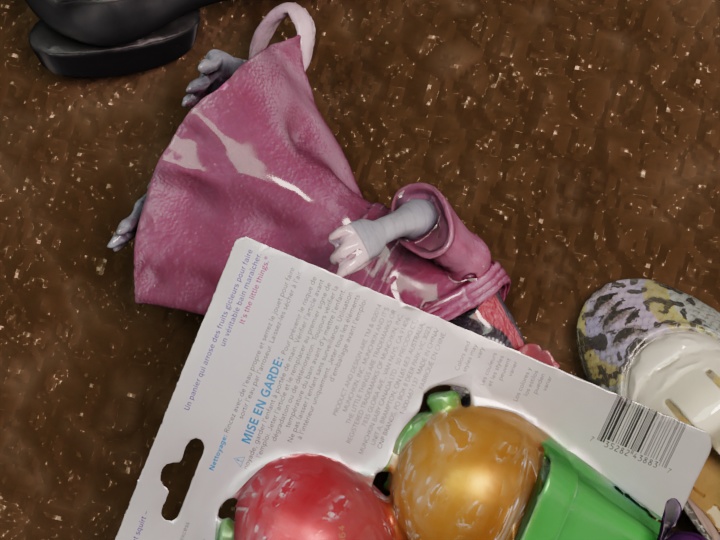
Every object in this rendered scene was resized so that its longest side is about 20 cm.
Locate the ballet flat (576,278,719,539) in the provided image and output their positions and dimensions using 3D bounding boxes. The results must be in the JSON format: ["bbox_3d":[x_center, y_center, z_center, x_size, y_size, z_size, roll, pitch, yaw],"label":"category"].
[{"bbox_3d":[0.153,0.077,0.767,0.072,0.072,0.201,-35,69,1],"label":"ballet flat"}]

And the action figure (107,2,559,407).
[{"bbox_3d":[0.000,0.000,0.830,0.199,0.135,0.149,28,39,7],"label":"action figure"}]

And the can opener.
[{"bbox_3d":[-0.060,-0.144,0.885,0.198,0.079,0.064,-17,76,-3],"label":"can opener"}]

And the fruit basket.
[{"bbox_3d":[0.010,0.108,0.749,0.198,0.094,0.187,22,97,3],"label":"fruit basket"}]

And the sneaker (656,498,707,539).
[{"bbox_3d":[0.177,0.160,0.685,0.199,0.074,0.088,28,85,-1],"label":"sneaker"}]
